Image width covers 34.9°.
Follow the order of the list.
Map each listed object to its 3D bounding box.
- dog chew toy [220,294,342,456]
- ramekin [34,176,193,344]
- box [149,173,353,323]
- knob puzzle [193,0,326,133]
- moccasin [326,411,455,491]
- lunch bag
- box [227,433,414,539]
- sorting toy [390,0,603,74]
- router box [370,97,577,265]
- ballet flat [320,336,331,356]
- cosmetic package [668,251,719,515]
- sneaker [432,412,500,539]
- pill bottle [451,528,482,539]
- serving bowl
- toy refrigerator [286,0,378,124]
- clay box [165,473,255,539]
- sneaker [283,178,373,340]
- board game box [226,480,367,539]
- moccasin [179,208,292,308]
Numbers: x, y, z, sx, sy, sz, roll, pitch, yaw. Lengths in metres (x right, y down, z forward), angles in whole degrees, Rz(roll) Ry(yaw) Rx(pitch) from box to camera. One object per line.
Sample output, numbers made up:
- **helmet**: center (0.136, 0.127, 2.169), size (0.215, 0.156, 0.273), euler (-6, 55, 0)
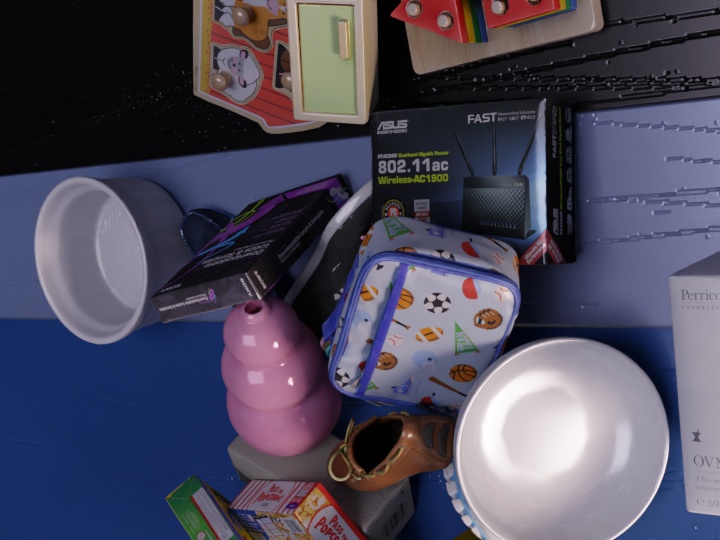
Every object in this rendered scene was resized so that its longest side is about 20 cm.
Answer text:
- **dog chew toy**: center (-0.089, 0.104, 1.194), size (0.124, 0.125, 0.200), euler (24, 145, 31)
- **ramekin**: center (-0.295, -0.019, 1.389), size (0.200, 0.098, 0.201), euler (8, 104, 35)
- **box**: center (-0.111, -0.024, 1.187), size (0.143, 0.200, 0.036), euler (-15, 115, 37)
- **knob puzzle**: center (-0.091, -0.220, 1.188), size (0.219, 0.030, 0.220), euler (17, 132, 19)
- **moccasin**: center (0.014, 0.177, 1.124), size (0.201, 0.078, 0.074), euler (-22, 52, 62)
- **lunch bag**: center (0.051, 0.048, 1.047), size (0.160, 0.076, 0.200), euler (11, 131, -8)
- **box**: center (-0.044, 0.228, 1.253), size (0.200, 0.082, 0.068), euler (26, 146, 32)
- **sorting toy**: center (0.102, -0.297, 1.047), size (0.198, 0.070, 0.201), euler (-7, 96, 38)
- **router box**: center (0.105, -0.081, 1.087), size (0.200, 0.062, 0.150), euler (1, 93, 36)
- **ballet flat**: center (0.054, 0.034, 1.137), size (0.199, 0.069, 0.071), euler (-14, 69, 13)
- **cosmetic package**: center (0.364, 0.088, 0.901), size (0.199, 0.123, 0.201), euler (-1, 98, 37)
- **sneaker**: center (0.125, 0.167, 1.106), size (0.087, 0.075, 0.200), euler (-30, 60, 25)
- **pill bottle**: center (0.103, 0.316, 1.095), size (0.113, 0.200, 0.113), euler (9, 105, 35)
- **serving bowl**: center (0.175, 0.154, 1.046), size (0.066, 0.199, 0.201), euler (-141, 46, -77)
- **toy refrigerator**: center (-0.027, -0.244, 1.092), size (0.076, 0.070, 0.201), euler (6, 121, 12)
- **clay box**: center (-0.135, 0.317, 1.302), size (0.048, 0.200, 0.115), euler (-41, 55, -4)
- **sneaker**: center (0.000, 0.000, 1.196), size (0.099, 0.071, 0.200), euler (38, 118, 13)
- **board game box**: center (-0.036, 0.312, 1.220), size (0.200, 0.046, 0.151), euler (53, 149, -15)
- **moccasin**: center (-0.141, -0.003, 1.294), size (0.200, 0.068, 0.081), euler (39, 121, 24)
